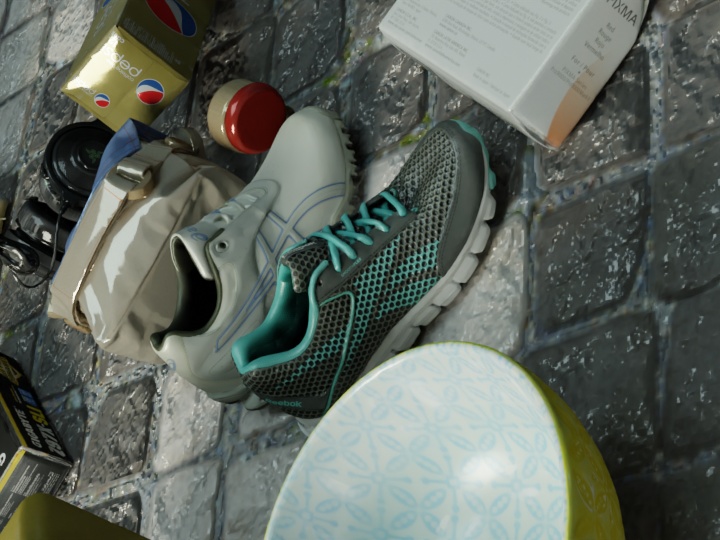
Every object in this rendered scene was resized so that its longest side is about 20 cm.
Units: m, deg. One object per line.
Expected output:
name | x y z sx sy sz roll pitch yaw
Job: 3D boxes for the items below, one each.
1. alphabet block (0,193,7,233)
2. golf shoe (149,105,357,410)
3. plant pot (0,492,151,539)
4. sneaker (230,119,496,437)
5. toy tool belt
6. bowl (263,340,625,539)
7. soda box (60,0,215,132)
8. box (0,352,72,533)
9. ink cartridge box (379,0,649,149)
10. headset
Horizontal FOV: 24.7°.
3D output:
alphabet block | -0.432 0.018 1.354 0.196 0.195 0.201 -22 52 44
golf shoe | -0.066 -0.020 1.007 0.078 0.097 0.201 -8 62 50
plant pot | -0.145 0.238 0.886 0.201 0.199 0.177 -55 25 11
sneaker | 0.000 0.000 0.917 0.201 0.091 0.078 -60 37 5
toy tool belt | -0.136 -0.044 1.087 0.123 0.125 0.201 24 88 45
bowl | 0.053 0.144 0.752 0.200 0.107 0.201 -28 49 38
soda box | -0.152 -0.174 1.176 0.068 0.064 0.200 -44 20 26
box | -0.303 0.176 1.221 0.201 0.049 0.160 -57 35 10
ink cartridge box | 0.115 -0.184 0.936 0.200 0.050 0.162 -51 37 3
headset | -0.220 -0.051 1.173 0.124 0.094 0.200 -59 7 27
